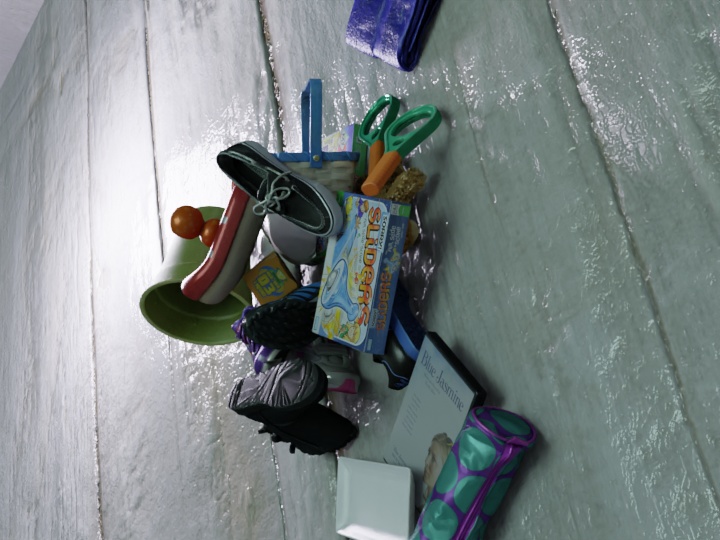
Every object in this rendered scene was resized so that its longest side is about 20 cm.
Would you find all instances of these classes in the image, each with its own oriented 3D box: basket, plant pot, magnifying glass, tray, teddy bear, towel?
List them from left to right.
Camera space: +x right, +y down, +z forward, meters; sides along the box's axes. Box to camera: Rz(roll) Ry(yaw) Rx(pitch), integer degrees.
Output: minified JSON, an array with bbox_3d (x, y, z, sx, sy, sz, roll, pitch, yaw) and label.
[{"bbox_3d":[-0.261,-0.002,1.988,0.200,0.200,0.190,-39,34,46],"label":"plant pot"},{"bbox_3d":[-0.071,-0.170,1.674,0.176,0.139,0.200,-170,83,-84],"label":"basket"},{"bbox_3d":[0.022,0.305,1.520,0.200,0.022,0.108,-7,80,62],"label":"tray"},{"bbox_3d":[0.025,-0.190,1.669,0.080,0.022,0.200,-43,26,29],"label":"magnifying glass"},{"bbox_3d":[0.043,-0.392,1.750,0.200,0.049,0.148,39,111,56],"label":"towel"},{"bbox_3d":[0.044,-0.092,1.631,0.145,0.067,0.200,-56,29,15],"label":"teddy bear"},{"bbox_3d":[0.051,-0.165,1.558,0.079,0.022,0.200,-12,33,36],"label":"magnifying glass"}]

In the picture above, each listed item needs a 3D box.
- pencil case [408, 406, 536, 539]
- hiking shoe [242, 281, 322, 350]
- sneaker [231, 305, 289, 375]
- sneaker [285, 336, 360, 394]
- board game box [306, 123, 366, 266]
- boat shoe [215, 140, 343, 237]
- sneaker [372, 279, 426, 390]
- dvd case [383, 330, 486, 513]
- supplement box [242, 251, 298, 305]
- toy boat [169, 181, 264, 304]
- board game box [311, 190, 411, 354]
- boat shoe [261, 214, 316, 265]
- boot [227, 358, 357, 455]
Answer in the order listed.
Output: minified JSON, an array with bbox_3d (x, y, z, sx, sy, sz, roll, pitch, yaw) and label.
[{"bbox_3d":[0.127,0.255,1.328,0.092,0.085,0.200,-115,45,-68],"label":"pencil case"},{"bbox_3d":[-0.086,0.063,1.647,0.087,0.200,0.075,14,112,55],"label":"hiking shoe"},{"bbox_3d":[-0.150,0.106,1.695,0.081,0.083,0.200,-63,13,10],"label":"sneaker"},{"bbox_3d":[-0.057,0.117,1.683,0.200,0.081,0.088,34,109,57],"label":"sneaker"},{"bbox_3d":[-0.042,-0.116,1.801,0.135,0.029,0.200,-17,64,56],"label":"board game box"},{"bbox_3d":[-0.113,-0.108,1.574,0.199,0.068,0.074,42,125,16],"label":"boat shoe"},{"bbox_3d":[0.033,0.072,1.566,0.078,0.070,0.200,-51,40,24],"label":"sneaker"},{"bbox_3d":[0.090,0.197,1.448,0.143,0.018,0.200,51,130,53],"label":"dvd case"},{"bbox_3d":[-0.137,0.015,1.770,0.069,0.067,0.200,-34,1,-5],"label":"supplement box"},{"bbox_3d":[-0.220,-0.054,1.703,0.131,0.131,0.200,-163,94,-87],"label":"toy boat"},{"bbox_3d":[0.000,0.000,1.544,0.135,0.034,0.200,15,96,56],"label":"board game box"},{"bbox_3d":[-0.121,-0.072,1.831,0.064,0.071,0.200,88,159,-48],"label":"boat shoe"},{"bbox_3d":[-0.071,0.196,1.600,0.198,0.162,0.073,-18,46,44],"label":"boot"}]
